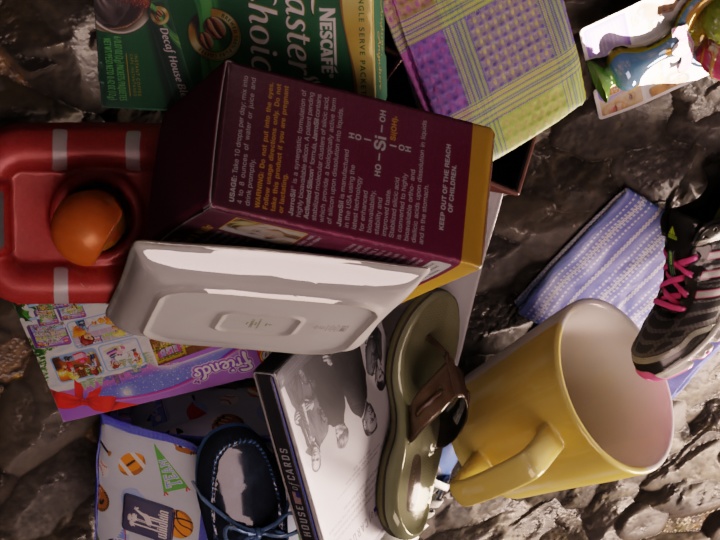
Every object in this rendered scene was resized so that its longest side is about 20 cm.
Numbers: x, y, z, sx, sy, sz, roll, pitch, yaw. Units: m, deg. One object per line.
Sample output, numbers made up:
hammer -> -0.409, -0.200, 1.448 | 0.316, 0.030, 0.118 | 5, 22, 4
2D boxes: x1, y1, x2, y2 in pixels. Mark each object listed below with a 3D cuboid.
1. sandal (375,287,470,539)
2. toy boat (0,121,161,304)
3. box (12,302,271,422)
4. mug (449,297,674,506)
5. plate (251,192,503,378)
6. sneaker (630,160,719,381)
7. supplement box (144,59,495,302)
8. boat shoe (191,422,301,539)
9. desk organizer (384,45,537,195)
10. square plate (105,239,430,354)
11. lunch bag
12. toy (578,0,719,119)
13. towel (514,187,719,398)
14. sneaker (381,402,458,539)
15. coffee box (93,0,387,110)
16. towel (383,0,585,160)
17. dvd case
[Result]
sandal -> 0.059, 0.115, 1.535 | 0.080, 0.057, 0.203 | 6, 90, -53
toy boat -> -0.185, -0.035, 1.355 | 0.198, 0.131, 0.132 | -1, 100, -2
box -> -0.156, 0.033, 1.483 | 0.198, 0.039, 0.138 | -13, 125, 4
mug -> 0.143, 0.117, 1.587 | 0.153, 0.151, 0.186 | -27, 157, 39
plate -> 0.000, 0.000, 1.536 | 0.198, 0.032, 0.201 | 0, 127, -17
sneaker -> 0.270, -0.007, 1.569 | 0.087, 0.074, 0.201 | 37, 85, -26
supplement box -> -0.028, -0.055, 1.300 | 0.199, 0.104, 0.131 | 12, 164, -23
boat shoe -> -0.077, 0.212, 1.498 | 0.084, 0.069, 0.201 | -19, 120, -11
desk organizer -> 0.029, -0.118, 1.409 | 0.199, 0.077, 0.072 | 19, 87, -29
square plate -> -0.070, 0.024, 1.330 | 0.196, 0.029, 0.200 | 6, 164, -12
lunch bag -> -0.118, 0.179, 1.578 | 0.198, 0.124, 0.171 | 0, 118, -12
toy -> 0.270, -0.175, 1.464 | 0.199, 0.047, 0.115 | -21, 145, 3
towel -> 0.243, 0.026, 1.639 | 0.199, 0.024, 0.145 | 30, 112, -33
sneaker -> 0.035, 0.225, 1.646 | 0.080, 0.147, 0.200 | 30, 114, -34
coffee box -> -0.082, -0.169, 1.314 | 0.198, 0.044, 0.124 | 4, 118, 8
towel -> 0.082, -0.181, 1.367 | 0.143, 0.023, 0.201 | -31, 113, -21
dvd case -> -0.014, 0.126, 1.499 | 0.025, 0.150, 0.201 | 4, 120, 31
